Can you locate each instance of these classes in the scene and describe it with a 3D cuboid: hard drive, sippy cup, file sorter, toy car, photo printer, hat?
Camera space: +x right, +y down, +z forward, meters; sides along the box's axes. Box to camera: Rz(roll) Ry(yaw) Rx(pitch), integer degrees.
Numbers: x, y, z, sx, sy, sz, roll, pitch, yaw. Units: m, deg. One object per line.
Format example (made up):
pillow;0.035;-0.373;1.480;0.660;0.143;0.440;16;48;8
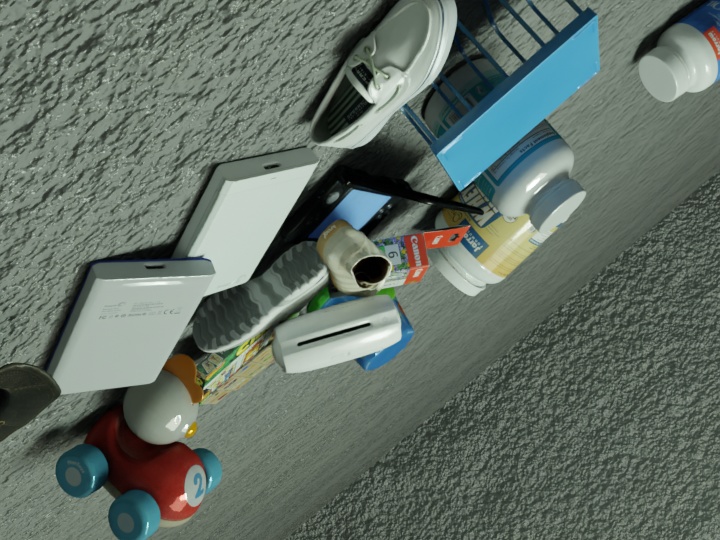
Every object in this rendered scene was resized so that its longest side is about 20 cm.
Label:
hard drive;-0.135;-0.045;0.973;0.131;0.026;0.201;-20;154;-45
sippy cup;0.009;0.075;1.378;0.139;0.131;0.178;-40;163;6
file sorter;0.132;-0.208;0.942;0.200;0.123;0.139;-41;162;6
toy car;-0.249;0.204;1.151;0.201;0.176;0.184;-59;166;20
photo printer;-0.034;0.083;1.165;0.164;0.070;0.200;-15;176;-7
hard drive;-0.249;0.061;0.961;0.131;0.026;0.201;-3;143;-39
hat;-0.372;0.113;0.804;0.199;0.082;0.201;-26;160;-10

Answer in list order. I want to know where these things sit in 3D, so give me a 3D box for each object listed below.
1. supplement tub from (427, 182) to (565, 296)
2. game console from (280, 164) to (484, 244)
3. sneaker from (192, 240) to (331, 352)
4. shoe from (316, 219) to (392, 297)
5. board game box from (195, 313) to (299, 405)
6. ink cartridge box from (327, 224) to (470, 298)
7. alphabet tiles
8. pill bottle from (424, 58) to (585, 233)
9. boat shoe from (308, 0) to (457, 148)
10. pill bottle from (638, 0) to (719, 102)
supplement tub;0.205;-0.073;1.378;0.200;0.145;0.144;-45;161;19
game console;0.030;-0.058;1.116;0.176;0.117;0.199;-45;161;19
sneaker;-0.113;0.046;1.111;0.198;0.075;0.082;-29;154;8
shoe;0.000;0.000;1.077;0.070;0.053;0.200;-51;159;-3
board game box;-0.149;0.094;1.227;0.200;0.023;0.105;-42;166;-30
ink cartridge box;0.051;-0.011;1.235;0.197;0.051;0.109;-10;169;-5
alphabet tiles;-0.153;0.140;1.374;0.199;0.006;0.166;-38;173;-3
pill bottle;0.172;-0.141;1.055;0.110;0.201;0.111;-33;163;-12
boat shoe;0.018;-0.182;0.857;0.066;0.074;0.201;-23;157;-44
pill bottle;0.536;-0.349;1.412;0.199;0.113;0.113;-36;162;-12
